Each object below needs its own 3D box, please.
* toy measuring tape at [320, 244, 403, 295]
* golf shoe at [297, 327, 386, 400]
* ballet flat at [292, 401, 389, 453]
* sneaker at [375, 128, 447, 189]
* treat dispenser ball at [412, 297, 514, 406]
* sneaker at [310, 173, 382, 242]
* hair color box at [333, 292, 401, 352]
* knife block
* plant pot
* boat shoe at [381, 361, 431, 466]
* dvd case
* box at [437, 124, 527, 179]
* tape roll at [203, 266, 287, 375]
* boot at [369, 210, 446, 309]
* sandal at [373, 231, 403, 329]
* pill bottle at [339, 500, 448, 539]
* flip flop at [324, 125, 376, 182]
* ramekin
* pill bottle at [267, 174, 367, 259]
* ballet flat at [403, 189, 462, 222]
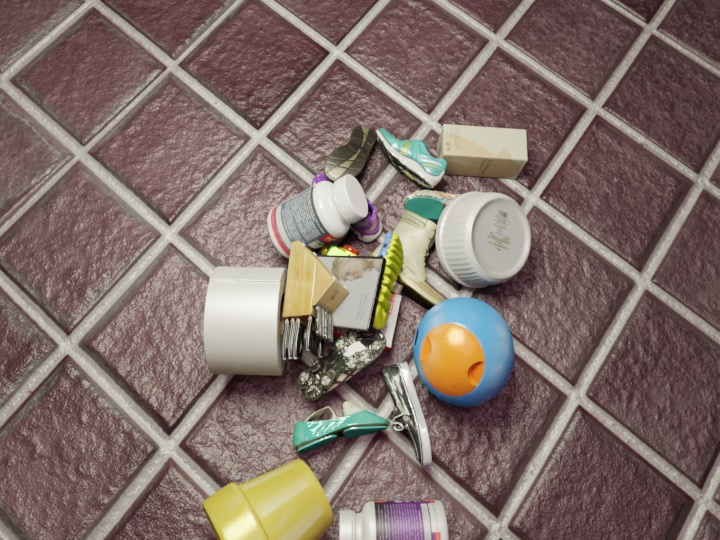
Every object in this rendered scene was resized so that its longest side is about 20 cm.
[{"bbox_3d":[0.000,0.000,1.144,0.195,0.074,0.075,28,73,2],"label":"toy measuring tape"},{"bbox_3d":[-0.034,0.183,1.059,0.196,0.088,0.079,-32,69,-1],"label":"golf shoe"},{"bbox_3d":[-0.042,0.298,1.045,0.192,0.068,0.073,-13,63,-4],"label":"ballet flat"},{"bbox_3d":[0.113,-0.265,1.213,0.199,0.078,0.080,41,85,22],"label":"sneaker"},{"bbox_3d":[0.198,0.156,1.029,0.192,0.202,0.209,1,71,-2],"label":"treat dispenser ball"},{"bbox_3d":[-0.030,-0.156,1.181,0.198,0.089,0.081,40,76,12],"label":"sneaker"},{"bbox_3d":[-0.019,0.089,1.116,0.192,0.064,0.115,13,73,4],"label":"hair color box"},{"bbox_3d":[-0.114,0.068,1.026,0.176,0.064,0.200,-48,54,2],"label":"knife block"},{"bbox_3d":[-0.155,0.446,0.939,0.185,0.202,0.204,-28,74,-27],"label":"plant pot"},{"bbox_3d":[0.087,0.286,1.050,0.065,0.074,0.207,-13,72,-7],"label":"boat shoe"},{"bbox_3d":[-0.048,0.039,1.052,0.193,0.017,0.148,2,70,32],"label":"dvd case"},{"bbox_3d":[0.278,-0.273,1.226,0.191,0.095,0.081,3,72,1],"label":"box"},{"bbox_3d":[-0.214,0.098,1.034,0.133,0.204,0.211,1,71,-1],"label":"tape roll"},{"bbox_3d":[0.135,-0.022,1.152,0.198,0.072,0.156,37,75,12],"label":"boot"},{"bbox_3d":[0.030,0.012,1.071,0.084,0.080,0.206,8,65,27],"label":"sandal"},{"bbox_3d":[0.057,0.482,0.967,0.191,0.112,0.116,0,71,-2],"label":"pill bottle"},{"bbox_3d":[-0.021,-0.260,1.223,0.079,0.058,0.203,28,50,-1],"label":"flip flop"},{"bbox_3d":[0.264,-0.066,1.111,0.192,0.104,0.210,0,90,-23],"label":"ramekin"},{"bbox_3d":[-0.087,-0.114,1.105,0.195,0.118,0.124,-23,70,26],"label":"pill bottle"},{"bbox_3d":[0.191,-0.148,1.206,0.192,0.078,0.065,10,40,-3],"label":"ballet flat"}]
